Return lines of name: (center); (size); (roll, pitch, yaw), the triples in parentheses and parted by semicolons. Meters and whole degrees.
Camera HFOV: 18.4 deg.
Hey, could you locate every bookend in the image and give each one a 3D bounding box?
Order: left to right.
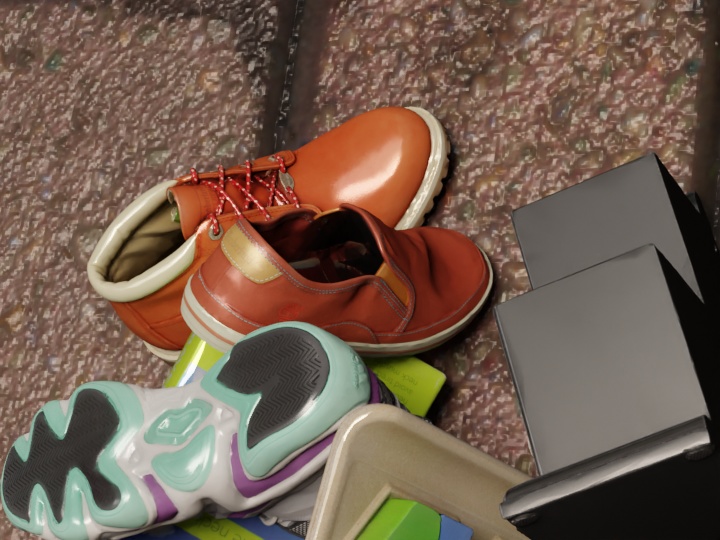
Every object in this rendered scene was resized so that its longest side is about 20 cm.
bookend: (0.114, 0.032, 0.997); (0.092, 0.200, 0.200); (-22, 63, 16)

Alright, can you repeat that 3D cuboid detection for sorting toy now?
sorting toy: (0.032, 0.179, 0.986); (0.036, 0.185, 0.201); (8, 74, 44)

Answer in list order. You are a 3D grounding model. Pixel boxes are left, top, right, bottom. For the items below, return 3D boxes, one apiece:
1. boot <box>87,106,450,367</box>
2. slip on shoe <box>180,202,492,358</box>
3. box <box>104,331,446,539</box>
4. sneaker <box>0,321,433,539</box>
boot: (-0.047, -0.029, 1.153); (0.200, 0.107, 0.075); (-36, 57, 6)
slip on shoe: (0.000, 0.000, 1.072); (0.074, 0.199, 0.061); (46, 121, 29)
box: (-0.058, 0.110, 1.103); (0.122, 0.048, 0.201); (30, 83, -8)
sneaker: (-0.058, 0.098, 1.039); (0.199, 0.140, 0.078); (-17, 59, 28)
